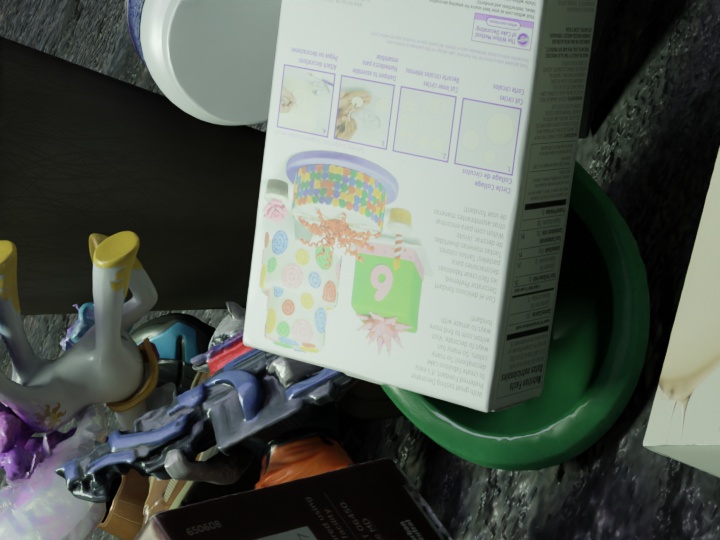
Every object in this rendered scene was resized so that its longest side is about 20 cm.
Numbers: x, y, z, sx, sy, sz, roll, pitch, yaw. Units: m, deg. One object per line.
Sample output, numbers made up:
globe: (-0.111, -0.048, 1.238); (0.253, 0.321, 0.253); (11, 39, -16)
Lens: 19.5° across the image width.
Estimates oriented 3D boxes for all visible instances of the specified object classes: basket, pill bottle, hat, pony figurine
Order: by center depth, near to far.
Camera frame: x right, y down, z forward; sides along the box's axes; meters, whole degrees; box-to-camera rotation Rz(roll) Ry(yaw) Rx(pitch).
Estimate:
hat: (0.101, -0.001, 1.104); (0.200, 0.175, 0.166); (43, 116, 23)
pony figurine: (-0.183, 0.077, 1.248); (0.192, 0.201, 0.167); (-26, 43, -7)
pill bottle: (-0.083, -0.153, 1.298); (0.117, 0.115, 0.200); (-64, 15, 8)
basket: (-0.152, -0.047, 1.337); (0.136, 0.198, 0.182); (165, 112, -68)

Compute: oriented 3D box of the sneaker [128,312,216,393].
sneaker: (-0.124, 0.060, 1.420); (0.200, 0.073, 0.082); (114, -179, -68)

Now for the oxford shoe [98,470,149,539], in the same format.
oxford shoe: (-0.180, 0.156, 1.517); (0.200, 0.071, 0.072); (4, 75, 67)

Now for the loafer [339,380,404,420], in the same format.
loafer: (0.000, 0.000, 1.241); (0.201, 0.075, 0.068); (-113, 25, -45)

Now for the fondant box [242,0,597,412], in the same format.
fondant box: (0.026, -0.048, 1.007); (0.143, 0.058, 0.202); (13, 101, 31)

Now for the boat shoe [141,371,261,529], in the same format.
boat shoe: (-0.087, 0.125, 1.231); (0.074, 0.076, 0.201); (-2, 57, 51)

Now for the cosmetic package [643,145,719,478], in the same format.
cosmetic package: (0.193, -0.012, 0.848); (0.103, 0.073, 0.202); (-10, 60, 63)

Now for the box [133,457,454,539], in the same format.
box: (-0.043, 0.220, 0.971); (0.166, 0.163, 0.200); (53, 126, 23)

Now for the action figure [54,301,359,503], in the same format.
action figure: (-0.059, 0.114, 1.156); (0.198, 0.105, 0.195); (-20, 66, 17)

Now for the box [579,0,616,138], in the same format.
box: (0.053, -0.182, 1.162); (0.201, 0.147, 0.125); (-96, 10, -48)
